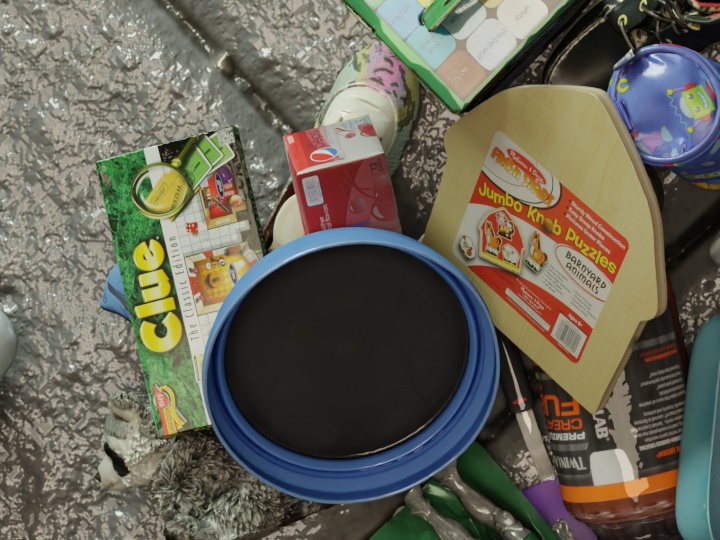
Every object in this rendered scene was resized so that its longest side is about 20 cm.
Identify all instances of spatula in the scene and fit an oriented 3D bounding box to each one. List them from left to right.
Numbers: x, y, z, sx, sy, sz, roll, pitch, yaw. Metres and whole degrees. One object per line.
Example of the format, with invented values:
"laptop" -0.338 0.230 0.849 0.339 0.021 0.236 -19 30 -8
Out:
"spatula" 0.122 0.114 1.606 0.056 0.021 0.201 -18 91 9

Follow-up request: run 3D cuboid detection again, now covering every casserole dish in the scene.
"casserole dish" 0.256 0.118 1.527 0.039 0.121 0.201 -8 66 40

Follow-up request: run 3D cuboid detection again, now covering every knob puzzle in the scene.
"knob puzzle" 0.131 -0.037 1.468 0.219 0.030 0.220 23 123 41

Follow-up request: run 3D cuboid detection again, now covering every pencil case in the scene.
"pencil case" 0.217 -0.098 1.487 0.087 0.200 0.078 -12 83 20

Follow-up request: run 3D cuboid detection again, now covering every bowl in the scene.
"bowl" -0.007 0.062 1.517 0.200 0.039 0.201 -3 117 -7

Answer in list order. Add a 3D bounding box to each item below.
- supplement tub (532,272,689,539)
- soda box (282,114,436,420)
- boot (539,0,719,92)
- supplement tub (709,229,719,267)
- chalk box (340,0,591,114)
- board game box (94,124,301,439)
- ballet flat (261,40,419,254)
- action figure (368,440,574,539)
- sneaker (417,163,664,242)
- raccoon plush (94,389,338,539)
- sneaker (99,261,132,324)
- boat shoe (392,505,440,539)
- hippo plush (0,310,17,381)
"supplement tub" 0.181 0.104 1.553 0.107 0.107 0.201 -12 92 10
"soda box" 0.000 0.000 1.548 0.063 0.070 0.200 -14 118 -4
"boot" 0.202 -0.171 1.504 0.203 0.154 0.074 -34 88 9
"supplement tub" 0.345 0.000 1.511 0.200 0.123 0.123 36 99 5
"chalk box" 0.069 -0.188 1.500 0.125 0.200 0.124 -45 87 9
"board game box" -0.113 0.008 1.572 0.105 0.023 0.201 -15 85 10
"ballet flat" -0.019 -0.069 1.589 0.069 0.071 0.200 30 98 11
"action figure" 0.119 0.210 1.553 0.200 0.055 0.118 40 60 12
"sneaker" 0.128 -0.024 1.575 0.200 0.099 0.071 -22 89 41
"raccoon plush" -0.091 0.127 1.625 0.200 0.097 0.134 -19 80 -13
"sneaker" -0.100 0.061 1.619 0.200 0.066 0.078 40 108 5
"boat shoe" 0.088 0.247 1.587 0.200 0.068 0.072 57 145 31
"hippo plush" -0.337 0.073 1.607 0.161 0.159 0.200 27 97 7
